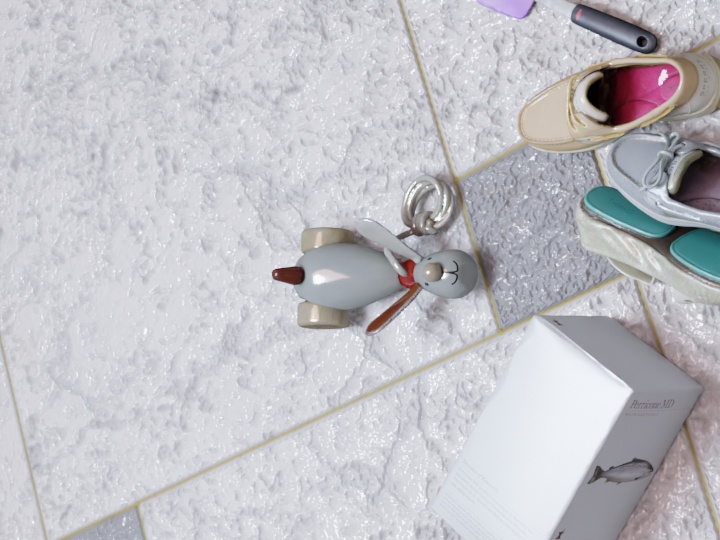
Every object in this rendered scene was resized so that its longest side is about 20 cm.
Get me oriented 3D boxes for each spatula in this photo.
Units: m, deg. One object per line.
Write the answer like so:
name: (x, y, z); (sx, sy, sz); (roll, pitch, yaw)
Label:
spatula: (0.178, -0.230, 1.728); (0.200, 0.021, 0.057); (31, 106, 36)

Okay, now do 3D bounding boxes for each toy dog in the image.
toy dog: (0.000, 0.000, 1.807); (0.200, 0.096, 0.132); (-29, 70, 35)

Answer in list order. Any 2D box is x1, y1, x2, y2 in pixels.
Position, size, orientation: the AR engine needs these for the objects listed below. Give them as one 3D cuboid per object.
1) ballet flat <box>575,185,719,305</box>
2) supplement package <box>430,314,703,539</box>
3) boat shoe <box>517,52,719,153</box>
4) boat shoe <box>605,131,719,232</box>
ballet flat: (0.261, -0.009, 1.635); (0.200, 0.067, 0.062); (33, 137, 39)
supplement package: (0.172, 0.149, 1.654); (0.117, 0.117, 0.200); (40, 113, 34)
boat shoe: (0.207, -0.147, 1.668); (0.200, 0.069, 0.074); (-15, 78, 38)
boat shoe: (0.283, -0.068, 1.589); (0.202, 0.065, 0.074); (31, 76, 34)
